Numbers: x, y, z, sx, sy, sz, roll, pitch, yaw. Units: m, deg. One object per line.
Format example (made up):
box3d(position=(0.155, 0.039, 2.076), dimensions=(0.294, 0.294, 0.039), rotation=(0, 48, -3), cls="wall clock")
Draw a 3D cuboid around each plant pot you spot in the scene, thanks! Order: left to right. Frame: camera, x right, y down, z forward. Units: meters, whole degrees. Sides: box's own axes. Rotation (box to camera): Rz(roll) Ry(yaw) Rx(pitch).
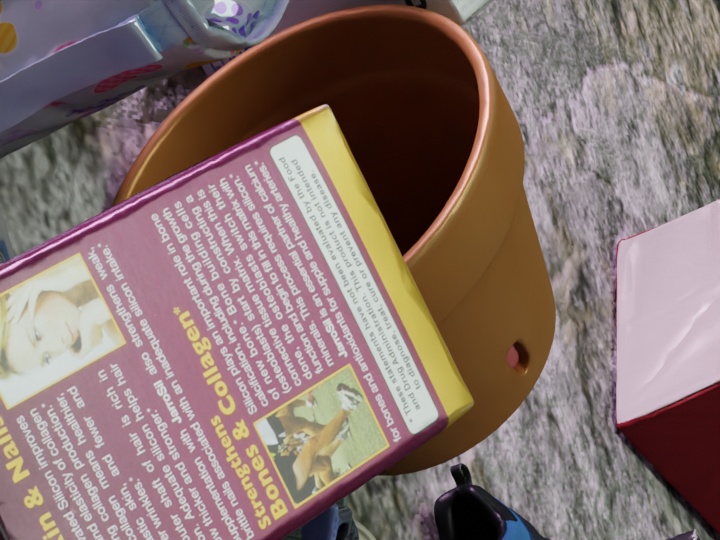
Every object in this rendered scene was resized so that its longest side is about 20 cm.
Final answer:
box3d(position=(0.000, 0.000, 1.000), dimensions=(0.140, 0.199, 0.201), rotation=(53, 29, -39), cls="plant pot")

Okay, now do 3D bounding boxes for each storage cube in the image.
box3d(position=(0.287, 0.061, 1.480), dimensions=(0.180, 0.170, 0.201), rotation=(44, 36, -34), cls="storage cube")

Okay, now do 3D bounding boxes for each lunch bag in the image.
box3d(position=(-0.117, -0.132, 0.907), dimensions=(0.127, 0.169, 0.201), rotation=(52, 31, -28), cls="lunch bag")

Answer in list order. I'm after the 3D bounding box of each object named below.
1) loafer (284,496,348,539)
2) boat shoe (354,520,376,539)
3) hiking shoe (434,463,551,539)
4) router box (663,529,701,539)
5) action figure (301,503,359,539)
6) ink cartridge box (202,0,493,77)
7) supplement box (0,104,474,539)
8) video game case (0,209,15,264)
box3d(position=(-0.057, 0.155, 0.928), dimensions=(0.200, 0.071, 0.063), rotation=(-60, 156, -53), cls="loafer")
box3d(position=(0.003, 0.214, 0.997), dimensions=(0.066, 0.057, 0.201), rotation=(-12, 73, -26), cls="boat shoe")
box3d(position=(0.058, 0.189, 1.096), dimensions=(0.087, 0.074, 0.200), rotation=(46, 23, -20), cls="hiking shoe")
box3d(position=(0.201, 0.277, 1.277), dimensions=(0.201, 0.062, 0.150), rotation=(61, 29, -11), cls="router box")
box3d(position=(0.025, 0.189, 0.887), dimensions=(0.193, 0.104, 0.202), rotation=(-16, 114, -42), cls="action figure")
box3d(position=(-0.050, -0.189, 1.046), dimensions=(0.041, 0.199, 0.201), rotation=(-41, 107, -35), cls="ink cartridge box")
box3d(position=(-0.078, 0.044, 0.790), dimensions=(0.199, 0.103, 0.132), rotation=(-29, 96, -36), cls="supplement box")
box3d(position=(-0.172, 0.060, 0.822), dimensions=(0.182, 0.022, 0.202), rotation=(-2, 71, -61), cls="video game case")
